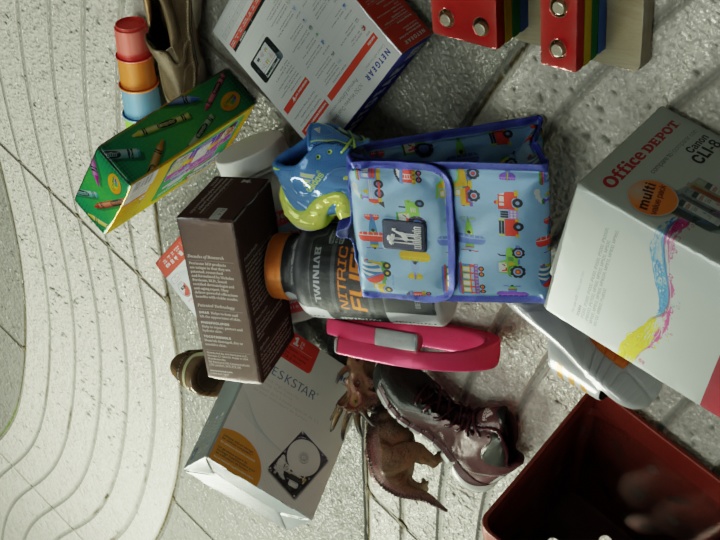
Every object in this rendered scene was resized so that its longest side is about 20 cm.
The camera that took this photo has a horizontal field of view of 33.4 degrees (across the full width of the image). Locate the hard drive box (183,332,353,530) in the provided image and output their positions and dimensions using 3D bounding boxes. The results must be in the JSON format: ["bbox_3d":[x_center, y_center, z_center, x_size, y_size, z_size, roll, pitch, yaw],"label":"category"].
[{"bbox_3d":[-0.101,0.188,1.473,0.155,0.201,0.077,33,147,-16],"label":"hard drive box"}]

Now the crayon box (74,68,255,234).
[{"bbox_3d":[-0.220,-0.135,1.361,0.058,0.200,0.119,48,144,3],"label":"crayon box"}]

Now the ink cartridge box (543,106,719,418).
[{"bbox_3d":[0.275,-0.006,0.972,0.199,0.145,0.146,32,140,24],"label":"ink cartridge box"}]

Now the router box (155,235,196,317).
[{"bbox_3d":[-0.164,0.014,1.558,0.180,0.049,0.200,52,144,0],"label":"router box"}]

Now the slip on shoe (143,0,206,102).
[{"bbox_3d":[-0.217,-0.260,1.364,0.076,0.060,0.201,41,143,24],"label":"slip on shoe"}]

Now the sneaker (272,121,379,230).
[{"bbox_3d":[0.000,-0.101,1.190,0.198,0.076,0.105,-15,132,19],"label":"sneaker"}]

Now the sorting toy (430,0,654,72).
[{"bbox_3d":[0.134,-0.266,0.969,0.199,0.069,0.201,24,136,34],"label":"sorting toy"}]

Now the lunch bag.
[{"bbox_3d":[0.075,-0.051,1.120,0.197,0.095,0.152,-3,125,6],"label":"lunch bag"}]

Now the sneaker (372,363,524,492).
[{"bbox_3d":[0.113,0.158,1.368,0.200,0.076,0.115,44,140,-7],"label":"sneaker"}]

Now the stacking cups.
[{"bbox_3d":[-0.271,-0.209,1.473,0.060,0.060,0.202,26,137,31],"label":"stacking cups"}]

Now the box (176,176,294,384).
[{"bbox_3d":[-0.132,0.011,1.294,0.074,0.100,0.202,6,121,19],"label":"box"}]

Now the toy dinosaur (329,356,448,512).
[{"bbox_3d":[0.030,0.202,1.414,0.086,0.135,0.202,-39,57,37],"label":"toy dinosaur"}]

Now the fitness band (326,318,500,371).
[{"bbox_3d":[0.055,0.076,1.292,0.198,0.143,0.038,9,95,37],"label":"fitness band"}]

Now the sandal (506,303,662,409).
[{"bbox_3d":[0.208,0.067,1.177,0.206,0.079,0.060,43,146,27],"label":"sandal"}]

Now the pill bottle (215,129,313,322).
[{"bbox_3d":[-0.090,-0.051,1.369,0.108,0.109,0.202,3,123,46],"label":"pill bottle"}]

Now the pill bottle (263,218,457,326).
[{"bbox_3d":[0.000,0.000,1.262,0.197,0.107,0.107,3,126,19],"label":"pill bottle"}]

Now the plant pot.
[{"bbox_3d":[0.246,0.280,1.229,0.199,0.200,0.177,38,155,18],"label":"plant pot"}]

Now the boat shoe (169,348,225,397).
[{"bbox_3d":[-0.160,0.136,1.569,0.074,0.076,0.201,10,172,46],"label":"boat shoe"}]

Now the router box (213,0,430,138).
[{"bbox_3d":[-0.045,-0.237,1.197,0.180,0.049,0.200,50,144,2],"label":"router box"}]
